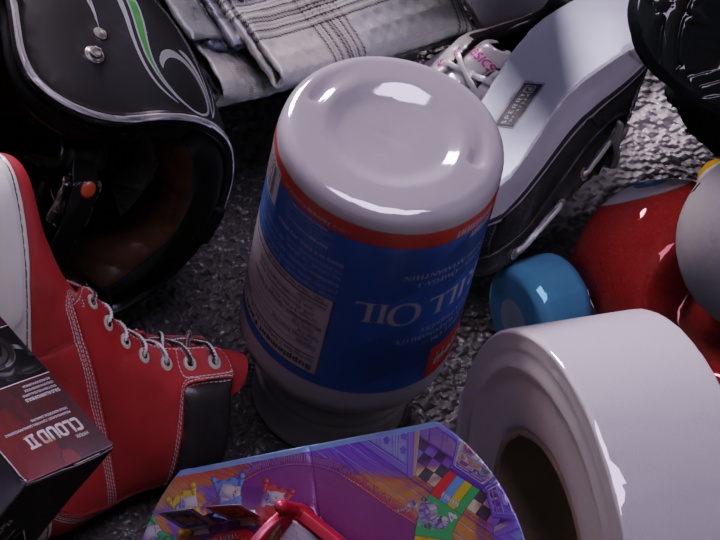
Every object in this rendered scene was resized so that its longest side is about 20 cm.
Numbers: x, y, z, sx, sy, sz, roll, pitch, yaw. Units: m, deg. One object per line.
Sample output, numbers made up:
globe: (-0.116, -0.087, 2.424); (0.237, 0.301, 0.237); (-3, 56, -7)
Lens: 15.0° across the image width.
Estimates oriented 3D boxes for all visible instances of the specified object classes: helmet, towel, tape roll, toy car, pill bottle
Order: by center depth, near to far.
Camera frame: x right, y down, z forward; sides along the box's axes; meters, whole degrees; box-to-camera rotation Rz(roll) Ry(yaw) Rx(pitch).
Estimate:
tape roll: (0.113, 0.120, 1.279); (0.071, 0.203, 0.203); (-9, 52, -19)
pill bottle: (0.000, 0.000, 1.357); (0.112, 0.200, 0.113); (6, 49, -7)
helmet: (-0.178, -0.081, 1.397); (0.200, 0.200, 0.191); (-26, 57, -30)
toy car: (0.194, -0.012, 1.410); (0.184, 0.200, 0.177); (-17, 55, -26)
towel: (-0.047, -0.190, 1.501); (0.200, 0.035, 0.193); (-20, 76, -41)

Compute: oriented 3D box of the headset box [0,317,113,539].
headset box: (-0.221, 0.078, 1.248); (0.200, 0.149, 0.077); (48, 28, 13)

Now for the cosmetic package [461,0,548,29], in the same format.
cosmetic package: (0.064, -0.192, 1.536); (0.051, 0.200, 0.083); (-29, 68, 3)

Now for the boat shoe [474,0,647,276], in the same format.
boat shoe: (0.110, -0.076, 1.476); (0.073, 0.068, 0.200); (8, 47, 35)

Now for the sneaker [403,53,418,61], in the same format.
sneaker: (-0.065, -0.162, 1.576); (0.199, 0.076, 0.105); (15, 37, -16)

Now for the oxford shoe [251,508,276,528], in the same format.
oxford shoe: (0.031, 0.177, 1.299); (0.084, 0.073, 0.200); (-20, 62, -46)

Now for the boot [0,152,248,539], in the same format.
boot: (-0.126, 0.023, 1.323); (0.144, 0.201, 0.072); (-19, 27, -26)

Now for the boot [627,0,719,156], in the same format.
boot: (0.208, -0.100, 1.453); (0.198, 0.162, 0.074); (19, 84, -14)

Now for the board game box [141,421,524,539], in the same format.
board game box: (-0.021, 0.155, 1.246); (0.199, 0.039, 0.159); (-12, 75, 18)

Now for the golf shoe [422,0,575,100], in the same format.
golf shoe: (0.046, -0.093, 1.522); (0.200, 0.092, 0.073); (-33, 64, -32)
